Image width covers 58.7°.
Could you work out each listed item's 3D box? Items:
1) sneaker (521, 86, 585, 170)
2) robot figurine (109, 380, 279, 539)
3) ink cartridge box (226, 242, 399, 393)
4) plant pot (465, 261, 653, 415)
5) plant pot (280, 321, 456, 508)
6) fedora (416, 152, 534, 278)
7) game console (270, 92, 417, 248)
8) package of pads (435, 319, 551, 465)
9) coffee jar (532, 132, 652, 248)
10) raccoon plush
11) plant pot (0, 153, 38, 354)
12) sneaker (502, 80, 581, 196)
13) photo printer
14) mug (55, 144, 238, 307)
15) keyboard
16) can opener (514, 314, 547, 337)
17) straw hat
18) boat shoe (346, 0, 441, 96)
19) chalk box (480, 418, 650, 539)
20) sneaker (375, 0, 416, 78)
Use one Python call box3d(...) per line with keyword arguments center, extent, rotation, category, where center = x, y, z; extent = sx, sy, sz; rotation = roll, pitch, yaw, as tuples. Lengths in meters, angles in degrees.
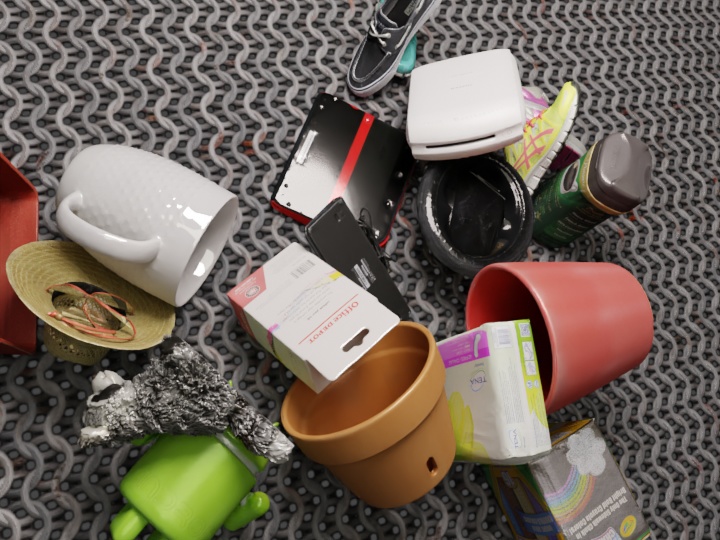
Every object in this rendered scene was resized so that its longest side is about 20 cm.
box3d(center=(0.278, -0.238, 1.011), extent=(0.198, 0.081, 0.089), rotation=(34, 69, -7), category="sneaker")
box3d(center=(-0.180, 0.223, 0.705), extent=(0.175, 0.115, 0.201), rotation=(44, 66, -8), category="robot figurine")
box3d(center=(-0.053, 0.062, 0.764), extent=(0.116, 0.068, 0.199), rotation=(-38, 49, -23), category="ink cartridge box")
box3d(center=(0.257, 0.074, 0.820), extent=(0.174, 0.200, 0.204), rotation=(-10, 78, -20), category="plant pot")
box3d(center=(0.024, 0.176, 0.753), extent=(0.199, 0.199, 0.142), rotation=(-38, 113, -24), category="plant pot")
box3d(center=(0.151, -0.074, 0.914), extent=(0.197, 0.092, 0.205), rotation=(7, 69, -18), category="fedora")
box3d(center=(-0.016, -0.139, 0.917), extent=(0.174, 0.031, 0.203), rotation=(24, 68, -7), category="game console")
box3d(center=(0.145, 0.157, 0.786), extent=(0.067, 0.200, 0.158), rotation=(-2, 75, -20), category="package of pads")
box3d(center=(0.327, -0.112, 0.924), extent=(0.084, 0.200, 0.106), rotation=(23, 69, -10), category="coffee jar")
box3d(center=(-0.180, 0.158, 0.627), extent=(0.199, 0.097, 0.134), rotation=(36, 70, 18), category="raccoon plush")
box3d(center=(-0.456, -0.019, 0.652), extent=(0.173, 0.200, 0.204), rotation=(-5, 75, -8), category="plant pot")
box3d(center=(0.249, -0.190, 0.938), extent=(0.089, 0.202, 0.078), rotation=(32, 35, 8), category="sneaker")
box3d(center=(0.145, -0.229, 0.896), extent=(0.163, 0.070, 0.202), rotation=(-7, 40, 15), category="photo printer")
box3d(center=(-0.257, -0.057, 0.724), extent=(0.173, 0.200, 0.149), rotation=(28, 107, -1), category="mug")
box3d(center=(0.000, 0.000, 0.856), extent=(0.104, 0.039, 0.202), rotation=(-44, 114, -30), category="keyboard")
box3d(center=(0.277, 0.059, 0.946), extent=(0.197, 0.067, 0.054), rotation=(-26, 88, -10), category="can opener")
box3d(center=(-0.311, 0.057, 0.717), extent=(0.199, 0.202, 0.086), rotation=(28, 108, -9), category="straw hat")
box3d(center=(0.041, -0.345, 0.919), extent=(0.072, 0.068, 0.200), rotation=(46, 106, 18), category="boat shoe")
box3d(center=(0.270, 0.313, 0.826), extent=(0.123, 0.124, 0.203), rotation=(-22, 83, -23), category="chalk box")
box3d(center=(0.057, -0.394, 0.984), extent=(0.076, 0.080, 0.204), rotation=(4, 74, -17), category="sneaker")
